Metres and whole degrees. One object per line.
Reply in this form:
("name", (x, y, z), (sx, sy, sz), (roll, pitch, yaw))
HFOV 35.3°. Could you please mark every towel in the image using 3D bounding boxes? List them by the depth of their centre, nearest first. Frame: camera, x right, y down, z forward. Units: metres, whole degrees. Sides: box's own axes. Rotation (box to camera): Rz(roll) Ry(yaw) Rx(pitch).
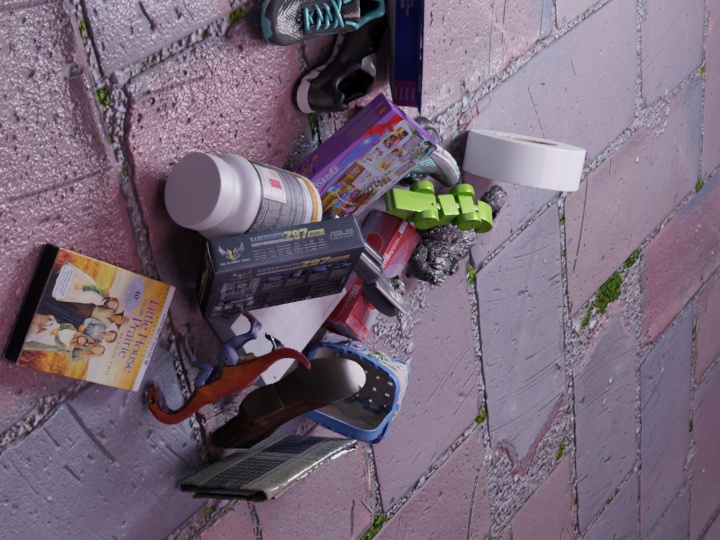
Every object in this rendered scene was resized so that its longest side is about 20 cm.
("towel", (-0.129, 0.279, 1.588), (0.200, 0.192, 0.035), (-22, 103, -46))

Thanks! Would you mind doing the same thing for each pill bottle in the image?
("pill bottle", (-0.149, -0.086, 1.457), (0.200, 0.116, 0.116), (14, 94, -55))

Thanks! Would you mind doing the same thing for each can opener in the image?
("can opener", (0.000, 0.000, 1.654), (0.200, 0.067, 0.053), (44, 31, -25))

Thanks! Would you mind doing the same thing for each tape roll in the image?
("tape roll", (0.275, -0.188, 1.915), (0.202, 0.202, 0.071), (-6, 109, -52))

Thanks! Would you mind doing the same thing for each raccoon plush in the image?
("raccoon plush", (0.147, -0.062, 1.827), (0.200, 0.097, 0.134), (-56, 179, 14))

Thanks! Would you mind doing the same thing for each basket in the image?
("basket", (-0.025, 0.185, 1.702), (0.200, 0.176, 0.139), (-38, 143, -59))

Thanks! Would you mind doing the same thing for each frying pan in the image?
("frying pan", (0.076, -0.201, 1.791), (0.190, 0.031, 0.115), (26, 81, -57))

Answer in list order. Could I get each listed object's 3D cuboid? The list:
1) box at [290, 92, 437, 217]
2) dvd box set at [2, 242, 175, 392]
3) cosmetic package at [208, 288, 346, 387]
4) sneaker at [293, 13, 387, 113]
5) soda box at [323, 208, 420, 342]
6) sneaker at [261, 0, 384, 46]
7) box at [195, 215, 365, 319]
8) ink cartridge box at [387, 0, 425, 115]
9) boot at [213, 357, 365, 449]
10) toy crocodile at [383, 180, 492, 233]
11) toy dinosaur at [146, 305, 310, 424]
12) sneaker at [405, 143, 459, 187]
("box", (-0.004, -0.149, 1.605), (0.200, 0.039, 0.137), (-39, 147, 14))
("dvd box set", (-0.321, 0.061, 1.365), (0.200, 0.029, 0.146), (25, 84, -54))
("cosmetic package", (-0.114, 0.049, 1.620), (0.200, 0.052, 0.151), (-52, 138, -26))
("sneaker", (-0.003, -0.289, 1.588), (0.200, 0.090, 0.066), (-54, 142, -24))
("soda box", (0.011, 0.007, 1.753), (0.200, 0.070, 0.063), (-60, 141, -17))
("sneaker", (-0.045, -0.343, 1.492), (0.200, 0.091, 0.078), (-31, 120, -43))
("box", (-0.107, -0.003, 1.467), (0.200, 0.051, 0.158), (-12, 160, -17))
("ink cartridge box", (0.062, -0.339, 1.601), (0.200, 0.043, 0.197), (-92, -177, -67))
("boot", (-0.103, 0.193, 1.578), (0.186, 0.064, 0.200), (-12, 160, -23))
("toy crocodile", (0.123, -0.093, 1.752), (0.200, 0.062, 0.068), (3, 61, -30))
("toy dinosaur", (-0.190, 0.136, 1.469), (0.182, 0.200, 0.105), (-48, 116, -11))
("sneaker", (0.065, -0.170, 1.728), (0.200, 0.078, 0.091), (32, 85, -31))
